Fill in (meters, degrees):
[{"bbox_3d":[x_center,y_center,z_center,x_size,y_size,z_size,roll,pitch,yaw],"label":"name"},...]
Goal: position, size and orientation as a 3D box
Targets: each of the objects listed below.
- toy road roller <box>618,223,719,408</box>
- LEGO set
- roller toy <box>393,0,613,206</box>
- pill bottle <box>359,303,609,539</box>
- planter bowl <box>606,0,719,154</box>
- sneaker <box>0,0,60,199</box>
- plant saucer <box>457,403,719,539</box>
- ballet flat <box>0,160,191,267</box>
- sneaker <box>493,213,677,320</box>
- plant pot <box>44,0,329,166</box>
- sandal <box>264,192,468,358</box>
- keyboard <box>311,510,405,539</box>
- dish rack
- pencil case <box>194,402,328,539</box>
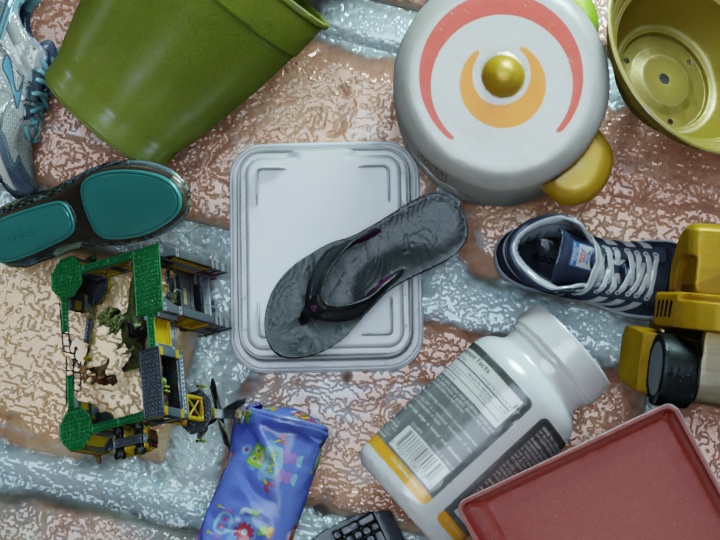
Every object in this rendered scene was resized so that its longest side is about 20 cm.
[{"bbox_3d":[0.291,0.039,1.533,0.121,0.200,0.148,7,90,-3],"label":"toy road roller"},{"bbox_3d":[-0.177,0.070,1.613,0.153,0.115,0.202,-24,67,28],"label":"LEGO set"},{"bbox_3d":[0.118,-0.150,1.597,0.180,0.140,0.203,-3,84,2],"label":"roller toy"},{"bbox_3d":[0.105,0.129,1.578,0.200,0.116,0.117,-42,84,-4],"label":"pill bottle"},{"bbox_3d":[0.277,-0.177,1.608,0.198,0.083,0.203,9,68,-22],"label":"planter bowl"},{"bbox_3d":[-0.298,-0.163,1.644,0.085,0.078,0.202,-12,83,-3],"label":"sneaker"},{"bbox_3d":[0.209,0.225,1.513,0.198,0.037,0.201,-27,100,17],"label":"plant saucer"},{"bbox_3d":[-0.224,-0.053,1.598,0.198,0.074,0.075,-10,83,21],"label":"ballet flat"},{"bbox_3d":[0.212,-0.003,1.593,0.197,0.109,0.071,8,84,3],"label":"sneaker"},{"bbox_3d":[-0.162,-0.197,1.597,0.200,0.200,0.193,41,97,6],"label":"plant pot"},{"bbox_3d":[0.000,-0.001,1.587,0.200,0.048,0.076,-36,84,-4],"label":"sandal"},{"bbox_3d":[0.010,0.315,1.608,0.126,0.021,0.202,-27,83,-2],"label":"keyboard"},{"bbox_3d":[-0.031,-0.015,1.635,0.169,0.044,0.203,-1,83,2],"label":"dish rack"},{"bbox_3d":[-0.095,0.210,1.593,0.086,0.078,0.202,19,84,6],"label":"pencil case"}]
